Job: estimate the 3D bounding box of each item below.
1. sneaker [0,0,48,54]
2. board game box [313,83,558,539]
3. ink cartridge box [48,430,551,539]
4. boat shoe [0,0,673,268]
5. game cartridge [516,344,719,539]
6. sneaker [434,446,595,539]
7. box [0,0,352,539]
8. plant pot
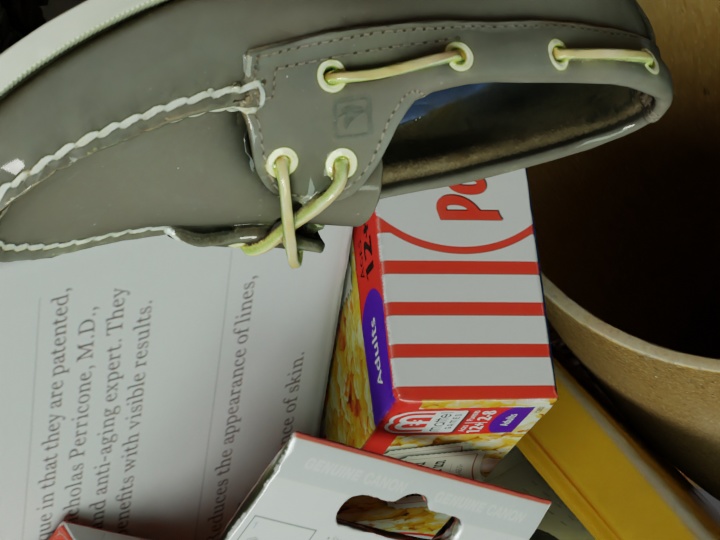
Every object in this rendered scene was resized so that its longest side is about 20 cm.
[{"bbox_3d":[-0.121,-0.102,0.650,0.085,0.201,0.078,-7,153,0],"label":"sneaker"},{"bbox_3d":[0.000,0.000,0.778,0.046,0.152,0.200,0,157,-14],"label":"board game box"},{"bbox_3d":[-0.050,0.114,0.711,0.109,0.050,0.200,19,113,-47],"label":"ink cartridge box"},{"bbox_3d":[-0.009,-0.038,0.629,0.201,0.060,0.072,-20,160,-34],"label":"boat shoe"},{"bbox_3d":[0.095,0.080,0.868,0.032,0.200,0.176,-45,137,2],"label":"game cartridge"},{"bbox_3d":[0.044,0.094,0.883,0.080,0.200,0.074,27,108,-17],"label":"sneaker"},{"bbox_3d":[-0.113,0.008,0.759,0.130,0.199,0.201,-14,134,-28],"label":"box"},{"bbox_3d":[0.147,0.002,0.867,0.185,0.187,0.200,-20,144,3],"label":"plant pot"}]
